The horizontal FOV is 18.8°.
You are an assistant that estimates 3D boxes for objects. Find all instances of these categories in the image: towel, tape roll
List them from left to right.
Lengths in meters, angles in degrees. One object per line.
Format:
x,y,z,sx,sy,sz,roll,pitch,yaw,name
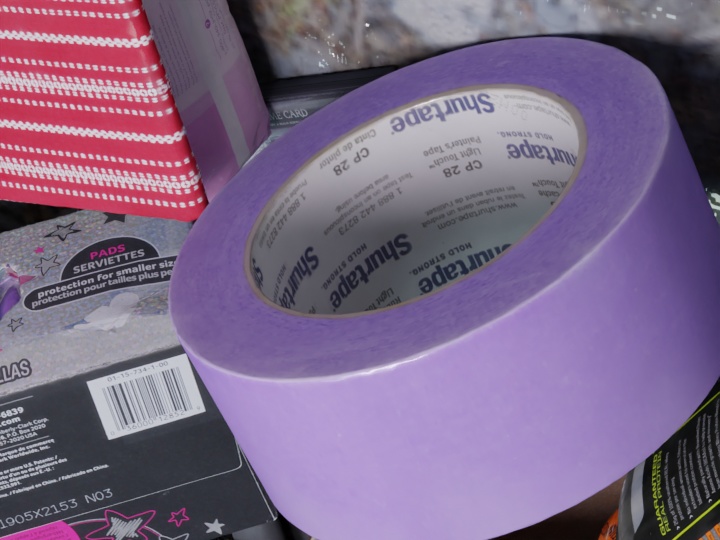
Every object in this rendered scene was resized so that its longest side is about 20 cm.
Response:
-0.141,-0.110,0.842,0.144,0.023,0.201,8,131,31,towel
0.034,0.004,0.808,0.199,0.200,0.085,0,131,38,tape roll

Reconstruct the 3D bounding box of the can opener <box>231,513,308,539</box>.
-0.020,0.175,1.144,0.067,0.053,0.201,30,147,42,can opener

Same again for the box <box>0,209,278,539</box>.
-0.155,0.061,1.010,0.199,0.115,0.133,-16,131,-1,box

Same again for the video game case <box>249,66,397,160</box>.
0.000,0.000,0.981,0.142,0.019,0.201,-3,129,40,video game case

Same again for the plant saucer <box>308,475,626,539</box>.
0.067,0.100,0.940,0.199,0.035,0.201,-11,143,-8,plant saucer

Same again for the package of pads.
-0.121,-0.123,0.889,0.120,0.076,0.201,5,128,35,package of pads

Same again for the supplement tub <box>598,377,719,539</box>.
0.179,0.082,0.826,0.122,0.123,0.200,38,137,-2,supplement tub
